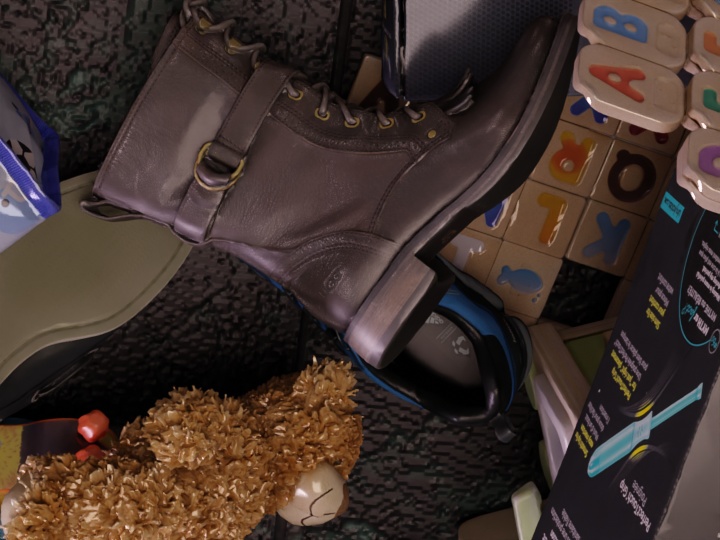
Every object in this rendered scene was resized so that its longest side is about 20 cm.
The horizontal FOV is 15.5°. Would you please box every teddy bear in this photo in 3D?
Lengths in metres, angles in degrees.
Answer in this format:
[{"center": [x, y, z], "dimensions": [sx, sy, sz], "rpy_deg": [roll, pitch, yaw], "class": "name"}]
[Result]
[{"center": [-0.080, 0.109, 1.210], "dimensions": [0.200, 0.067, 0.145], "rpy_deg": [-5, 122, -39], "class": "teddy bear"}]

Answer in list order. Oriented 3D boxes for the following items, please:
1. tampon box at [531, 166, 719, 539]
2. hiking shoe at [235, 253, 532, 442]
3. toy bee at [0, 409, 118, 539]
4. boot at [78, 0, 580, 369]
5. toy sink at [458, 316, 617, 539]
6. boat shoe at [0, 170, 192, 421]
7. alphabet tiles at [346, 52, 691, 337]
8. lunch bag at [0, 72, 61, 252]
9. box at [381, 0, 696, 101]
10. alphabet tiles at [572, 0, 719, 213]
[{"center": [0.174, 0.080, 1.144], "dimensions": [0.126, 0.150, 0.200], "rpy_deg": [16, 104, -12], "class": "tampon box"}, {"center": [0.000, 0.000, 1.251], "dimensions": [0.200, 0.087, 0.074], "rpy_deg": [34, 103, -5], "class": "hiking shoe"}, {"center": [-0.158, 0.089, 1.260], "dimensions": [0.200, 0.109, 0.131], "rpy_deg": [-14, 69, -20], "class": "toy bee"}, {"center": [-0.014, -0.071, 1.197], "dimensions": [0.174, 0.069, 0.200], "rpy_deg": [35, 87, 10], "class": "boot"}, {"center": [0.143, 0.087, 1.289], "dimensions": [0.200, 0.130, 0.112], "rpy_deg": [-14, 110, -3], "class": "toy sink"}, {"center": [-0.161, 0.025, 1.231], "dimensions": [0.075, 0.066, 0.199], "rpy_deg": [45, 69, -2], "class": "boat shoe"}, {"center": [0.077, -0.031, 1.309], "dimensions": [0.200, 0.008, 0.167], "rpy_deg": [17, 106, -15], "class": "alphabet tiles"}, {"center": [-0.257, -0.073, 1.180], "dimensions": [0.170, 0.124, 0.200], "rpy_deg": [-37, 113, 7], "class": "lunch bag"}, {"center": [0.110, -0.163, 1.243], "dimensions": [0.200, 0.051, 0.158], "rpy_deg": [-2, 107, -8], "class": "box"}, {"center": [0.188, -0.083, 1.152], "dimensions": [0.196, 0.200, 0.015], "rpy_deg": [18, 131, -7], "class": "alphabet tiles"}]
